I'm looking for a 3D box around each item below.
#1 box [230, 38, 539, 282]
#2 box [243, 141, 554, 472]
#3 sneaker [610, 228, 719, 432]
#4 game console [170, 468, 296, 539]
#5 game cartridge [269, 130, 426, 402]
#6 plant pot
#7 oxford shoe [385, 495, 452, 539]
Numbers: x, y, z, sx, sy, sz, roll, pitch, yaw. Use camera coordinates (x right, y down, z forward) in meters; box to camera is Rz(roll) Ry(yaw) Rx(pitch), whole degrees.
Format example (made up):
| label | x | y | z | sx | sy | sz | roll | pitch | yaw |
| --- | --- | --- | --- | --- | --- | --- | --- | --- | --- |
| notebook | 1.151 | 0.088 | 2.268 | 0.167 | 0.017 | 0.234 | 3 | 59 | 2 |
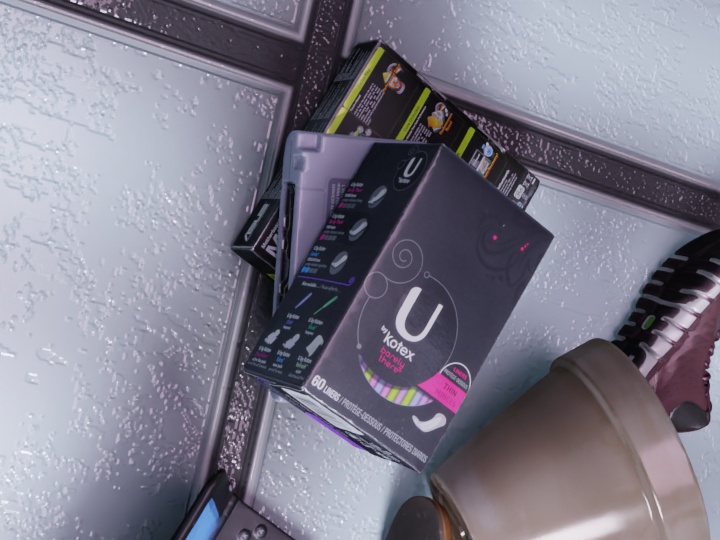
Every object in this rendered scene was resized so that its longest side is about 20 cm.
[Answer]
| label | x | y | z | sx | sy | sz | roll | pitch | yaw |
| --- | --- | --- | --- | --- | --- | --- | --- | --- | --- |
| box | 0.024 | -0.045 | 1.279 | 0.192 | 0.047 | 0.201 | 36 | 75 | -23 |
| box | 0.027 | 0.023 | 1.161 | 0.122 | 0.106 | 0.201 | 35 | 77 | -26 |
| sneaker | 0.293 | 0.066 | 1.426 | 0.200 | 0.076 | 0.116 | -48 | 118 | -8 |
| game console | -0.113 | 0.266 | 1.170 | 0.175 | 0.116 | 0.201 | 39 | 74 | -24 |
| game cartridge | 0.000 | 0.000 | 1.223 | 0.132 | 0.041 | 0.203 | 4 | 93 | -24 |
| plant pot | 0.156 | 0.182 | 1.295 | 0.172 | 0.200 | 0.202 | -24 | 104 | -10 |
| oxford shoe | 0.059 | 0.275 | 1.302 | 0.071 | 0.071 | 0.203 | -10 | 105 | -40 |
